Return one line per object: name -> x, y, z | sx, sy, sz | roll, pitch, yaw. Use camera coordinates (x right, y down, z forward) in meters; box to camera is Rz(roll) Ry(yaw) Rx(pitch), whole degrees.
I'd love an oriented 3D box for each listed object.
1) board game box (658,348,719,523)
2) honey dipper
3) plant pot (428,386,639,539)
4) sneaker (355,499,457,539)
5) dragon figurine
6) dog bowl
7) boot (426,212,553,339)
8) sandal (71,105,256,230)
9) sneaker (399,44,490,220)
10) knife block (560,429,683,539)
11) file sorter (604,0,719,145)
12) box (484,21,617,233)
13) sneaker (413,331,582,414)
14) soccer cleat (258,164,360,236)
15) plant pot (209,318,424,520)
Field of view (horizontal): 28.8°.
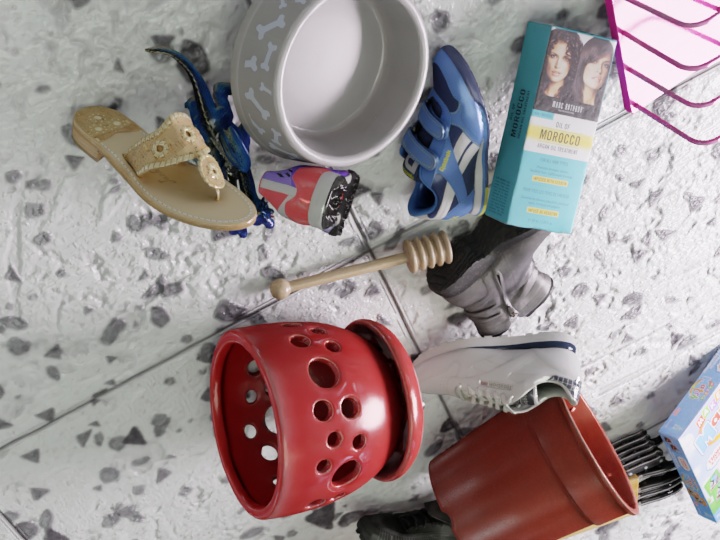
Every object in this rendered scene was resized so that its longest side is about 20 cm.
board game box -> 0.468, 0.214, 1.822 | 0.151, 0.036, 0.200 | -49, 133, -17
honey dipper -> 0.000, 0.000, 1.498 | 0.198, 0.038, 0.038 | -16, 130, -9
plant pot -> 0.199, 0.248, 1.681 | 0.194, 0.202, 0.201 | -31, 132, 13
sneaker -> 0.081, 0.321, 1.760 | 0.199, 0.067, 0.091 | 21, 112, -38
dragon figurine -> -0.132, -0.118, 1.299 | 0.058, 0.100, 0.201 | -16, 135, 11
dog bowl -> -0.021, -0.187, 1.288 | 0.199, 0.059, 0.202 | -19, 124, -32
boot -> 0.179, -0.016, 1.550 | 0.199, 0.070, 0.131 | -35, 135, 20
sandal -> -0.177, -0.111, 1.232 | 0.077, 0.211, 0.070 | -30, 141, -43
sneaker -> 0.083, -0.130, 1.409 | 0.082, 0.074, 0.201 | -13, 128, -10
knife block -> 0.322, 0.294, 1.839 | 0.175, 0.064, 0.200 | 26, 112, -35
file sorter -> 0.336, -0.247, 1.374 | 0.138, 0.125, 0.201 | -33, 133, -14
box -> 0.192, -0.143, 1.414 | 0.082, 0.049, 0.202 | 7, 101, -25
sneaker -> 0.152, 0.123, 1.594 | 0.198, 0.081, 0.076 | -9, 154, 13
soccer cleat -> -0.047, -0.074, 1.356 | 0.073, 0.200, 0.069 | 18, 94, 6
plant pot -> -0.046, 0.148, 1.490 | 0.181, 0.201, 0.202 | -9, 129, -28
